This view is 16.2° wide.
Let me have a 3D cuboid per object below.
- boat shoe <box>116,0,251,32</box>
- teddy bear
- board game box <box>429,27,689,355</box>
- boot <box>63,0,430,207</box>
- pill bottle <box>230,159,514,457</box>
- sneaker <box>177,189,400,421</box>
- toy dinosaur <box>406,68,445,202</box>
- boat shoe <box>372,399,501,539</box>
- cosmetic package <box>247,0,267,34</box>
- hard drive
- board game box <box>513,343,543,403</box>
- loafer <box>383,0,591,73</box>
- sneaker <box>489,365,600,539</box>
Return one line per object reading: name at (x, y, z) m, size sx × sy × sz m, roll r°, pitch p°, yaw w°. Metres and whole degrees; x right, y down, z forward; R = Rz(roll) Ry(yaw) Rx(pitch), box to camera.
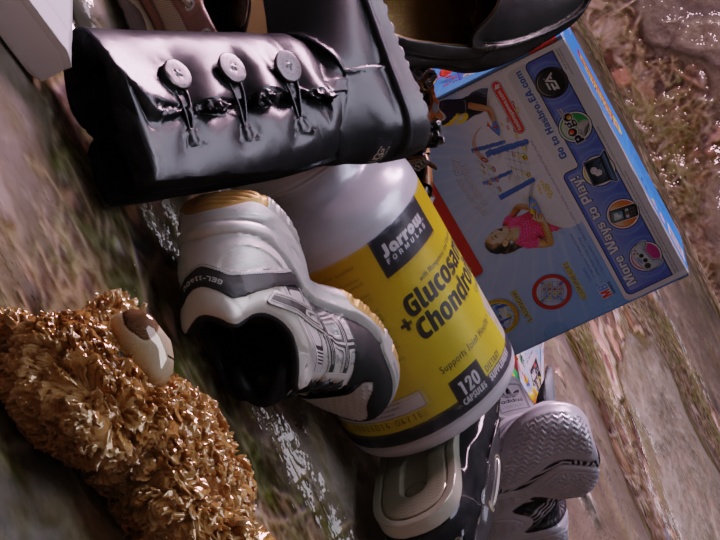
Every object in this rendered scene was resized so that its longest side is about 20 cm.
boat shoe at (-0.095, -0.148, 1.443) m, size 0.076 × 0.071 × 0.201 m, roll 42°, pitch 27°, yaw -58°
teddy bear at (-0.085, 0.074, 1.113) m, size 0.200 × 0.066 × 0.145 m, roll 56°, pitch 14°, yaw -35°
board game box at (0.091, -0.046, 1.705) m, size 0.201 × 0.195 × 0.056 m, roll 59°, pitch 14°, yaw -24°
boot at (-0.075, -0.118, 1.340) m, size 0.199 × 0.066 × 0.166 m, roll -12°, pitch 63°, yaw -38°
pill bottle at (0.000, 0.000, 1.460) m, size 0.201 × 0.111 × 0.112 m, roll 59°, pitch 15°, yaw -23°
sneaker at (-0.044, 0.043, 1.347) m, size 0.200 × 0.075 × 0.088 m, roll 47°, pitch 39°, yaw -47°
toy dinosaur at (0.017, -0.068, 1.585) m, size 0.200 × 0.101 × 0.137 m, roll 71°, pitch 26°, yaw -56°
boat shoe at (0.053, 0.113, 1.507) m, size 0.068 × 0.071 × 0.200 m, roll 57°, pitch 25°, yaw -24°
cosmetic package at (-0.077, -0.211, 1.542) m, size 0.071 × 0.105 × 0.201 m, roll 52°, pitch 15°, yaw -74°
hard drive at (-0.189, -0.204, 1.288) m, size 0.132 × 0.026 × 0.201 m, roll 55°, pitch 18°, yaw -37°
board game box at (0.097, 0.046, 1.904) m, size 0.127 × 0.034 × 0.200 m, roll 60°, pitch 15°, yaw -19°
loafer at (0.064, -0.152, 1.479) m, size 0.072 × 0.199 × 0.073 m, roll -10°, pitch -83°, yaw 59°
sneaker at (0.101, 0.104, 1.619) m, size 0.200 × 0.074 × 0.116 m, roll 97°, pitch -15°, yaw -61°
